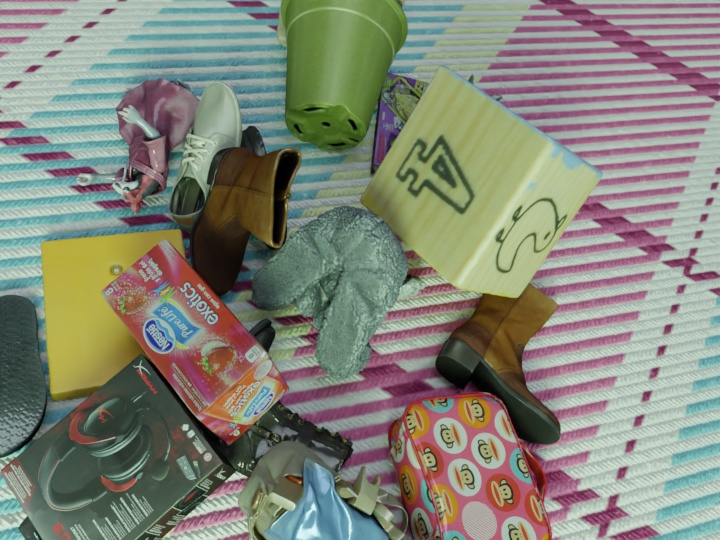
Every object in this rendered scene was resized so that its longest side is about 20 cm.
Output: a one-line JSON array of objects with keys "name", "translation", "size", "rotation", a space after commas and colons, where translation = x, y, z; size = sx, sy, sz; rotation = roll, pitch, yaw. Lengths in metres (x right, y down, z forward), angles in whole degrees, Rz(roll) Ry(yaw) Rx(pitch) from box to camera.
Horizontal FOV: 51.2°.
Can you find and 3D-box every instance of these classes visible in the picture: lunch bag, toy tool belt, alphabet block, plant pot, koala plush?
[{"name": "lunch bag", "translation": [0.134, 0.243, 0.868], "size": [0.173, 0.082, 0.203], "rotation": [-2, 59, -23]}, {"name": "toy tool belt", "translation": [-0.022, 0.259, 0.763], "size": [0.198, 0.123, 0.127], "rotation": [32, 76, -17]}, {"name": "alphabet block", "translation": [0.154, -0.107, 0.962], "size": [0.196, 0.202, 0.194], "rotation": [43, 19, 32]}, {"name": "plant pot", "translation": [-0.037, -0.290, 1.113], "size": [0.196, 0.200, 0.194], "rotation": [11, 69, -7]}, {"name": "koala plush", "translation": [0.000, 0.000, 0.945], "size": [0.177, 0.185, 0.199], "rotation": [43, 21, 10]}]

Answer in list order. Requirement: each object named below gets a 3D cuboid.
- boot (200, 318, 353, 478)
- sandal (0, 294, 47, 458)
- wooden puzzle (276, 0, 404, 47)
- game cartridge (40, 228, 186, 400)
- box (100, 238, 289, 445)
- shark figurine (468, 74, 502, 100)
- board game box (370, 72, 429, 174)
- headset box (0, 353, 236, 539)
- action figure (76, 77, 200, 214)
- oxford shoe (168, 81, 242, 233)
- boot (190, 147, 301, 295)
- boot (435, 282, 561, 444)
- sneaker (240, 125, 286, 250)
[{"name": "boot", "translation": [-0.087, 0.174, 0.871], "size": [0.171, 0.069, 0.203], "rotation": [24, 64, -2]}, {"name": "sandal", "translation": [-0.388, 0.119, 0.840], "size": [0.075, 0.043, 0.203], "rotation": [4, 48, -21]}, {"name": "wooden puzzle", "translation": [-0.033, -0.395, 1.153], "size": [0.181, 0.201, 0.038], "rotation": [12, 64, -7]}, {"name": "game cartridge", "translation": [-0.291, 0.048, 0.913], "size": [0.173, 0.033, 0.203], "rotation": [-6, 63, -18]}, {"name": "box", "translation": [-0.178, 0.076, 0.813], "size": [0.095, 0.100, 0.200], "rotation": [-41, 62, -12]}, {"name": "shark figurine", "translation": [0.171, -0.167, 1.127], "size": [0.126, 0.217, 0.090], "rotation": [-28, 24, 1]}, {"name": "board game box", "translation": [0.082, -0.222, 1.180], "size": [0.118, 0.032, 0.203], "rotation": [15, 55, -11]}, {"name": "headset box", "translation": [-0.251, 0.212, 0.765], "size": [0.199, 0.075, 0.149], "rotation": [-39, 72, -12]}, {"name": "action figure", "translation": [-0.285, -0.158, 1.017], "size": [0.147, 0.133, 0.204], "rotation": [24, 52, -38]}, {"name": "oxford shoe", "translation": [-0.204, -0.149, 0.982], "size": [0.074, 0.058, 0.204], "rotation": [13, 89, 24]}, {"name": "boot", "translation": [-0.129, -0.048, 0.880], "size": [0.067, 0.199, 0.192], "rotation": [15, 92, -33]}, {"name": "boot", "translation": [0.215, 0.110, 1.002], "size": [0.186, 0.069, 0.200], "rotation": [32, 49, 15]}, {"name": "sneaker", "translation": [-0.155, -0.105, 1.027], "size": [0.089, 0.077, 0.202], "rotation": [-16, 57, -12]}]
